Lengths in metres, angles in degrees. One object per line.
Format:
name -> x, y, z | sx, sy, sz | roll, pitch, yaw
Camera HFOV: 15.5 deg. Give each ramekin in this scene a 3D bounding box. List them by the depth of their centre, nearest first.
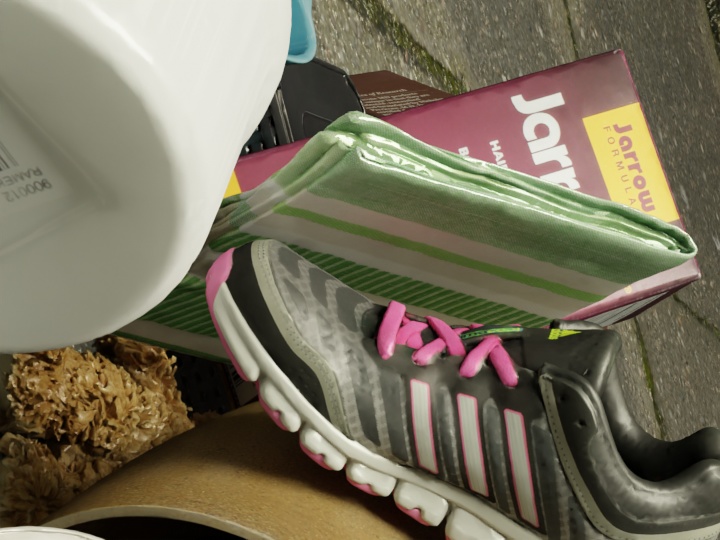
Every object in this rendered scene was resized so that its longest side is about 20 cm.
ramekin -> -0.128, -0.065, 0.867 | 0.098, 0.200, 0.201 | -78, 148, -46

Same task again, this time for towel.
towel -> 0.000, 0.000, 0.965 | 0.152, 0.200, 0.024 | 17, 64, -30

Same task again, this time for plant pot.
plant pot -> -0.027, 0.122, 0.968 | 0.187, 0.186, 0.200 | 68, 26, -17

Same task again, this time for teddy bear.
teddy bear -> -0.090, 0.085, 1.055 | 0.200, 0.066, 0.145 | 55, 27, -45

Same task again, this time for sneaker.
sneaker -> 0.043, 0.041, 0.886 | 0.200, 0.088, 0.074 | 36, 19, -3

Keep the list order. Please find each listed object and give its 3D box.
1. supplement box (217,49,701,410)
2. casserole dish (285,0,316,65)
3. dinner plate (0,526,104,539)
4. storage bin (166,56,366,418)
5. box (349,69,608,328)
supplement box -> 0.031, -0.011, 1.143 | 0.086, 0.199, 0.111 | 144, -72, -70
casserole dish -> -0.084, -0.142, 1.076 | 0.200, 0.039, 0.122 | 17, 51, -61
dinner plate -> -0.106, 0.178, 0.799 | 0.200, 0.024, 0.201 | -6, 98, -43
storage bin -> -0.039, 0.006, 1.251 | 0.135, 0.093, 0.201 | 13, 61, -71
box -> 0.040, -0.031, 1.333 | 0.075, 0.200, 0.101 | -8, 109, -32
